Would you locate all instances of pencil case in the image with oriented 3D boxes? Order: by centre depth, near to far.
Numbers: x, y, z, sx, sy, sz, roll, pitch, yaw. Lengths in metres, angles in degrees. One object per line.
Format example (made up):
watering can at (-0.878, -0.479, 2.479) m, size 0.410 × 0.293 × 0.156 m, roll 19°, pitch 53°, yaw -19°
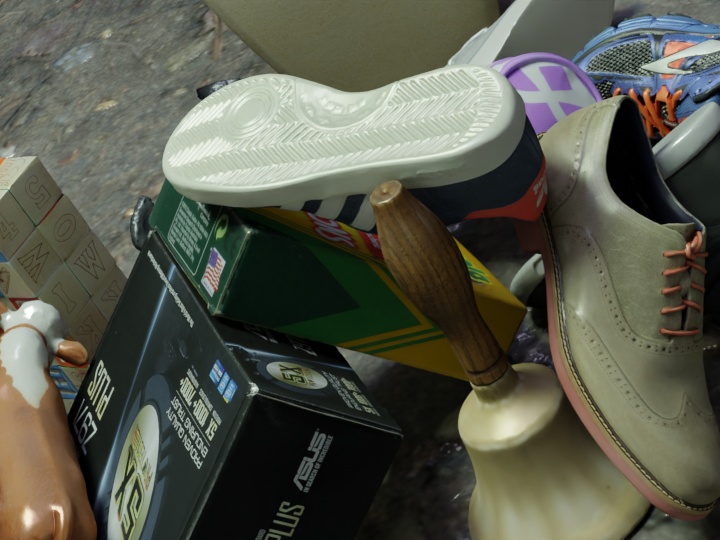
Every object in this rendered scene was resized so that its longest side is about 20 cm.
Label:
pencil case at (0.072, -0.069, 0.998) m, size 0.200 × 0.085 × 0.085 m, roll 175°, pitch 109°, yaw -71°

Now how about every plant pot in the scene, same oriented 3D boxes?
plant pot at (-0.003, -0.230, 1.266) m, size 0.199 × 0.177 × 0.200 m, roll -27°, pitch 31°, yaw 11°

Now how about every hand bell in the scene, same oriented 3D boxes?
hand bell at (0.055, 0.040, 0.820) m, size 0.104 × 0.200 × 0.104 m, roll -23°, pitch 33°, yaw 16°

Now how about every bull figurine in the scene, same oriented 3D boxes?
bull figurine at (-0.183, 0.105, 0.927) m, size 0.122 × 0.065 × 0.200 m, roll -64°, pitch 26°, yaw 25°

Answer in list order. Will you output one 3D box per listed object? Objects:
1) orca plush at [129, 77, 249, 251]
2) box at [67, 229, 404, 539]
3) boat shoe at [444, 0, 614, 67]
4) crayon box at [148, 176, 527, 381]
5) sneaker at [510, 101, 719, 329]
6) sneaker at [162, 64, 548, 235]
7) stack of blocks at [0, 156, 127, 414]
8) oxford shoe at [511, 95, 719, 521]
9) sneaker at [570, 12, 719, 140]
orca plush at (-0.103, -0.030, 1.180) m, size 0.104 × 0.071 × 0.201 m, roll 1°, pitch 65°, yaw -10°
box at (-0.080, 0.097, 0.904) m, size 0.165 × 0.086 × 0.200 m, roll -64°, pitch 29°, yaw 14°
boat shoe at (0.089, -0.128, 1.159) m, size 0.068 × 0.072 × 0.200 m, roll 18°, pitch 66°, yaw 52°
crayon box at (0.000, 0.000, 0.938) m, size 0.051 × 0.199 × 0.127 m, roll -66°, pitch 30°, yaw 14°
sneaker at (0.154, 0.000, 0.916) m, size 0.071 × 0.099 × 0.200 m, roll -43°, pitch -1°, yaw -34°
sneaker at (-0.002, -0.044, 0.839) m, size 0.199 × 0.085 × 0.075 m, roll 3°, pitch 59°, yaw 34°
stack of blocks at (-0.192, 0.026, 1.062) m, size 0.115 × 0.200 × 0.059 m, roll 0°, pitch 44°, yaw 41°
oxford shoe at (0.129, 0.014, 0.809) m, size 0.070 × 0.201 × 0.075 m, roll -3°, pitch -24°, yaw -47°
sneaker at (0.195, -0.104, 1.017) m, size 0.199 × 0.075 × 0.079 m, roll -11°, pitch 40°, yaw 34°
